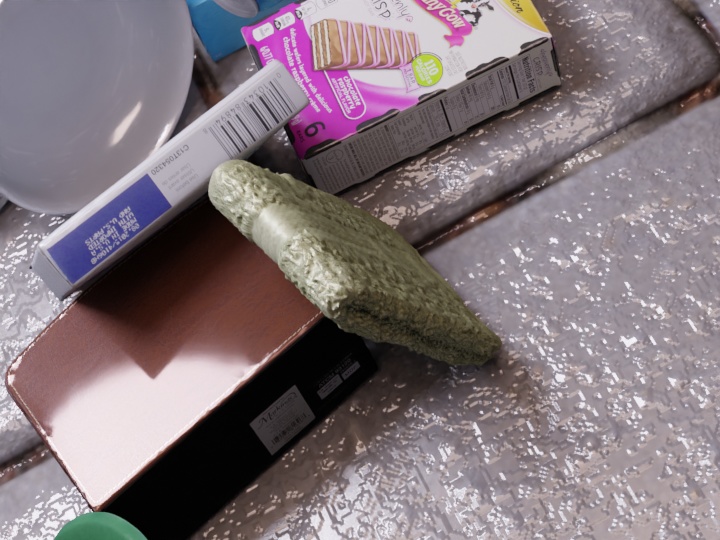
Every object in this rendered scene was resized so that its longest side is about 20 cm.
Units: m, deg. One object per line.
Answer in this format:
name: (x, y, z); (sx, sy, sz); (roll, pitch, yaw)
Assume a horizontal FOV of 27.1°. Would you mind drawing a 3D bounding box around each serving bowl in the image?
serving bowl: (-0.215, -0.146, 1.077); (0.065, 0.201, 0.201); (28, 73, 36)

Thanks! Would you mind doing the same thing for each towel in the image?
towel: (0.000, 0.000, 0.941); (0.037, 0.199, 0.148); (-52, 58, 12)

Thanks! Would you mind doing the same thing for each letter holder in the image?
letter holder: (-0.115, 0.065, 0.991); (0.200, 0.101, 0.142); (-41, 58, -8)

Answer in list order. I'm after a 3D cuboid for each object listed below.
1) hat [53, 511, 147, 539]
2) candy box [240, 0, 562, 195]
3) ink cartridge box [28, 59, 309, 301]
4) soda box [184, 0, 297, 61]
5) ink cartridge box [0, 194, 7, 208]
hat: (-0.080, 0.232, 0.931); (0.200, 0.175, 0.167); (46, 124, 35)
candy box: (0.029, -0.157, 1.089); (0.198, 0.061, 0.137); (-26, 58, 0)
ink cartridge box: (-0.137, -0.055, 1.025); (0.196, 0.200, 0.043); (-40, 95, -13)
soda box: (-0.047, -0.245, 1.153); (0.198, 0.068, 0.065); (-28, 59, 0)
ink cartridge box: (-0.281, -0.156, 1.125); (0.083, 0.146, 0.201); (27, 73, 28)
